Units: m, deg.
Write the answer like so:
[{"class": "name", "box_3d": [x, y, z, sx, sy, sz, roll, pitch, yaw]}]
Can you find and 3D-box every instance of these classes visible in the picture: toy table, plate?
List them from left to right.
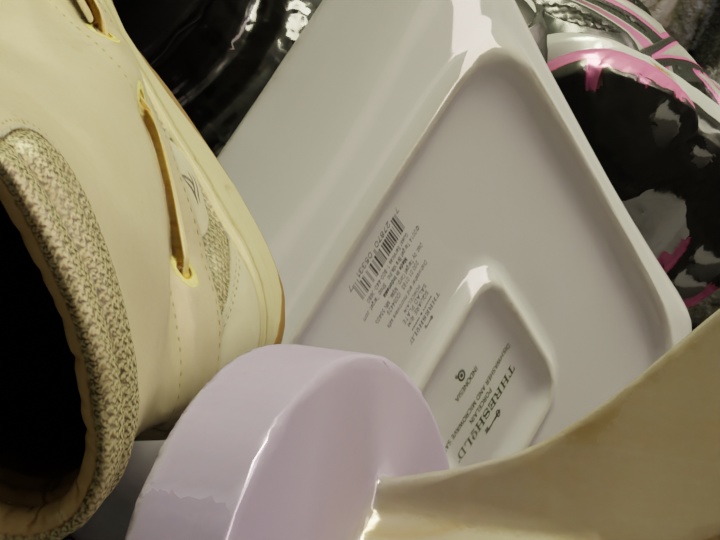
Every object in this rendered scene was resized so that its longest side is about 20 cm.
[{"class": "plate", "box_3d": [0.021, 0.032, 0.653, 0.032, 0.200, 0.200, 10, -34, 40]}, {"class": "toy table", "box_3d": [0.034, 0.088, 0.511, 0.200, 0.117, 0.184, -1, 97, -75]}]

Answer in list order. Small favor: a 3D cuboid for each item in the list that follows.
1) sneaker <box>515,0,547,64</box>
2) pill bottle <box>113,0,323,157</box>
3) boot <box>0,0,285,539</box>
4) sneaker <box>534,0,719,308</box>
[{"class": "sneaker", "box_3d": [-0.032, -0.066, 0.774, 0.079, 0.200, 0.074, 16, 83, -54]}, {"class": "pill bottle", "box_3d": [-0.037, -0.022, 0.686, 0.200, 0.112, 0.112, 56, 7, -40]}, {"class": "boot", "box_3d": [-0.097, -0.042, 0.483, 0.200, 0.073, 0.155, 56, 12, -2]}, {"class": "sneaker", "box_3d": [0.095, -0.056, 0.843, 0.200, 0.080, 0.086, 38, 24, -57]}]
